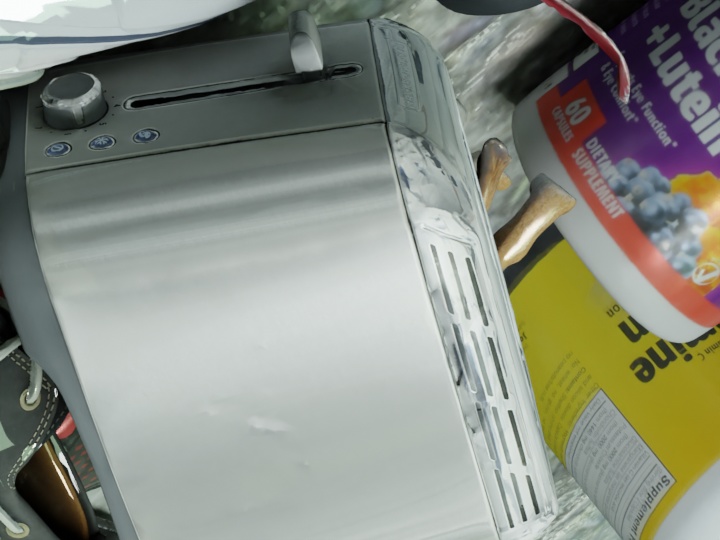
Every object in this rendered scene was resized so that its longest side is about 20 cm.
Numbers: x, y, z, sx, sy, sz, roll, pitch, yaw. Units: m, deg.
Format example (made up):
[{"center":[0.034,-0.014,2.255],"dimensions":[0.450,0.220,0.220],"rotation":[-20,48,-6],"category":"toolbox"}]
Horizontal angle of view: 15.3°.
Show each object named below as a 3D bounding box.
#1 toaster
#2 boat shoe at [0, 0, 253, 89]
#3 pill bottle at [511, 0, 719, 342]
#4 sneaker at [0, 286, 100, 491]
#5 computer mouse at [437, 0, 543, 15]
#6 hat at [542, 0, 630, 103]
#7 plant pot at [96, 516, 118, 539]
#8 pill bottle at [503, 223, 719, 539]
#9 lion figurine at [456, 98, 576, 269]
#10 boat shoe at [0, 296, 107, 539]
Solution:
[{"center":[-0.021,0.022,0.770],"dimensions":[0.129,0.114,0.200],"rotation":[-14,122,5],"category":"toaster"},{"center":[-0.111,-0.082,0.719],"dimensions":[0.199,0.074,0.067],"rotation":[-6,154,-31],"category":"boat shoe"},{"center":[0.163,-0.073,0.970],"dimensions":[0.200,0.112,0.111],"rotation":[-38,154,17],"category":"pill bottle"},{"center":[-0.071,0.008,0.884],"dimensions":[0.200,0.071,0.098],"rotation":[-46,151,18],"category":"sneaker"},{"center":[0.104,-0.124,0.937],"dimensions":[0.200,0.034,0.059],"rotation":[-20,146,-33],"category":"computer mouse"},{"center":[-0.052,-0.119,0.596],"dimensions":[0.200,0.176,0.166],"rotation":[-24,147,-28],"category":"hat"},{"center":[-0.159,0.205,0.962],"dimensions":[0.177,0.200,0.200],"rotation":[-33,154,15],"category":"plant pot"},{"center":[0.139,0.062,1.075],"dimensions":[0.112,0.200,0.112],"rotation":[-29,152,-18],"category":"pill bottle"},{"center":[0.000,0.000,0.902],"dimensions":[0.123,0.072,0.200],"rotation":[-48,-179,-2],"category":"lion figurine"},{"center":[-0.118,0.026,0.783],"dimensions":[0.067,0.072,0.200],"rotation":[-5,133,4],"category":"boat shoe"}]
